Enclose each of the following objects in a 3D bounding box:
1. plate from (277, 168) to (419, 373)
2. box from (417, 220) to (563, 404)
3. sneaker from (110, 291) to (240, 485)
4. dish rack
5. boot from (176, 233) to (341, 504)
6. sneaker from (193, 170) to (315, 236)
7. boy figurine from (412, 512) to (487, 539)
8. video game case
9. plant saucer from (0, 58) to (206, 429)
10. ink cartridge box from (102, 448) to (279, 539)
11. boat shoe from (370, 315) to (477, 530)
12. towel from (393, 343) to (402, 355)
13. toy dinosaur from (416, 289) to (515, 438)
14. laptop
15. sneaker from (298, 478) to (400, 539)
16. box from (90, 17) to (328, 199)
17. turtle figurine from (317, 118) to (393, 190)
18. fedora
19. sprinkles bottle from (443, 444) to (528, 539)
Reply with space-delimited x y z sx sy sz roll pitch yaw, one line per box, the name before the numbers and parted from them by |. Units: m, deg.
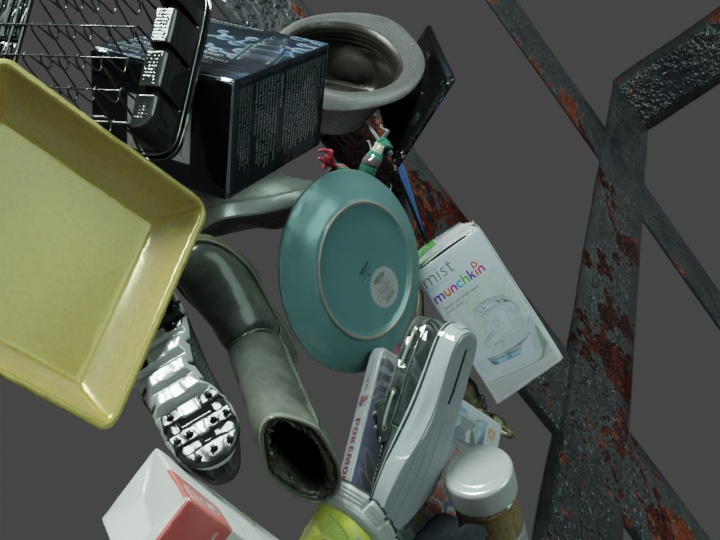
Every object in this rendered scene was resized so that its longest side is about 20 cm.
plate | 0.000 0.000 0.890 0.197 0.025 0.206 3 85 -45
box | 0.143 0.040 1.067 0.178 0.096 0.200 55 4 -4
sneaker | -0.149 0.093 0.721 0.201 0.065 0.091 54 -18 33
dish rack | -0.231 -0.177 0.729 0.055 0.195 0.157 60 38 -69
boot | -0.091 0.076 0.734 0.182 0.072 0.201 48 12 -26
sneaker | -0.103 -0.091 0.931 0.198 0.072 0.086 -10 73 -55
boy figurine | 0.113 0.328 0.831 0.064 0.123 0.203 -41 119 -34
video game case | 0.062 0.205 0.898 0.199 0.023 0.186 34 59 -33
plant saucer | -0.234 -0.015 0.659 0.199 0.048 0.204 37 59 -32
ink cartridge box | -0.082 0.225 0.638 0.200 0.116 0.068 43 78 -21
boat shoe | 0.047 0.141 0.837 0.072 0.070 0.204 30 80 -51
towel | 0.086 0.187 0.998 0.145 0.030 0.204 27 43 -40
toy dinosaur | 0.104 0.119 1.016 0.202 0.047 0.088 59 20 4
laptop | 0.086 -0.176 1.143 0.102 0.202 0.179 23 28 -22
sneaker | 0.007 0.281 0.779 0.090 0.078 0.202 -43 110 -26
box | -0.137 -0.163 0.850 0.145 0.109 0.200 16 27 17
turtle figurine | 0.003 -0.069 1.044 0.151 0.098 0.203 83 -6 -55
fedora | -0.023 -0.236 1.111 0.197 0.091 0.178 -21 58 -29
sprinkles bottle | 0.133 0.268 0.869 0.069 0.067 0.204 -66 145 -54
